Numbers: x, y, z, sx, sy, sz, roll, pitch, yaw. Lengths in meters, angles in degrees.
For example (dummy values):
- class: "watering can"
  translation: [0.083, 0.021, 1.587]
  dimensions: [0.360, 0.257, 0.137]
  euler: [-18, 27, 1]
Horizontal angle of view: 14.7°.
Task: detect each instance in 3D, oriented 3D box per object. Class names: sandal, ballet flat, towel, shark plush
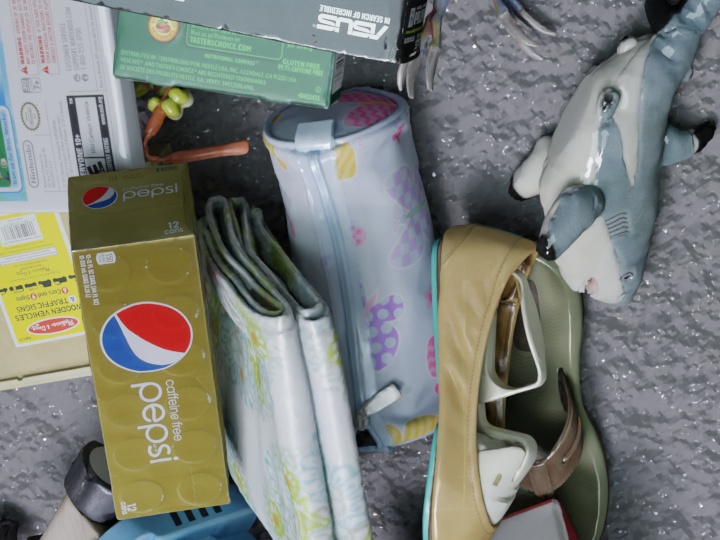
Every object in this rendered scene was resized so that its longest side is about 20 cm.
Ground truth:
- class: "sandal"
  translation: [0.093, 0.080, 1.577]
  dimensions: [0.079, 0.057, 0.202]
  euler: [-3, 113, 15]
- class: "ballet flat"
  translation: [0.069, 0.076, 1.520]
  dimensions: [0.063, 0.069, 0.202]
  euler: [2, 94, 18]
- class: "towel"
  translation: [-0.044, 0.076, 1.536]
  dimensions: [0.048, 0.171, 0.201]
  euler: [-15, 117, -11]
- class: "shark plush"
  translation: [0.152, -0.080, 1.505]
  dimensions: [0.083, 0.091, 0.201]
  euler: [20, 98, -17]

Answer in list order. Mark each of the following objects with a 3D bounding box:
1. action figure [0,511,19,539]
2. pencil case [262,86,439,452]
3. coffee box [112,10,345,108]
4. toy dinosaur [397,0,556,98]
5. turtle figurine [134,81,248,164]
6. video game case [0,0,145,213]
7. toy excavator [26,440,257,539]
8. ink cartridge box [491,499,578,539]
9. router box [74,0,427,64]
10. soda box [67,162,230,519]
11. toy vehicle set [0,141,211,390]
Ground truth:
- class: "action figure"
  translation: [-0.299, 0.136, 1.682]
  dimensions: [0.200, 0.102, 0.119]
  euler: [44, 129, -10]
- class: "pencil case"
  translation: [0.000, 0.000, 1.545]
  dimensions: [0.083, 0.091, 0.201]
  euler: [5, 116, 32]
- class: "coffee box"
  translation: [-0.057, -0.191, 1.441]
  dimensions: [0.122, 0.044, 0.202]
  euler: [8, 102, 10]
- class: "toy dinosaur"
  translation: [0.066, -0.179, 1.474]
  dimensions: [0.180, 0.105, 0.202]
  euler: [-4, 77, 30]
- class: "turtle figurine"
  translation: [-0.151, -0.130, 1.538]
  dimensions: [0.199, 0.064, 0.162]
  euler: [5, 109, 22]
- class: "video game case"
  translation: [-0.211, -0.129, 1.514]
  dimensions: [0.181, 0.024, 0.201]
  euler: [0, 107, 23]
- class: "toy excavator"
  translation: [-0.076, 0.194, 1.642]
  dimensions: [0.200, 0.194, 0.100]
  euler: [47, 121, 22]
- class: "ink cartridge box"
  translation: [0.085, 0.249, 1.603]
  dimensions: [0.146, 0.083, 0.201]
  euler: [-21, 124, 9]
- class: "router box"
  translation: [-0.056, -0.196, 1.384]
  dimensions: [0.199, 0.062, 0.151]
  euler: [11, 103, 8]
- class: "soda box"
  translation: [-0.114, 0.041, 1.519]
  dimensions: [0.067, 0.064, 0.201]
  euler: [-7, 131, -3]
- class: "toy vehicle set"
  translation: [-0.185, 0.003, 1.630]
  dimensions: [0.199, 0.027, 0.125]
  euler: [-10, 112, 18]
